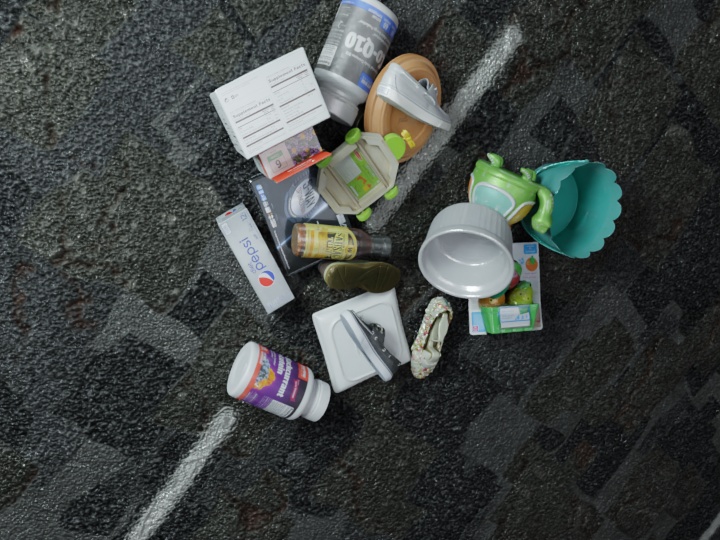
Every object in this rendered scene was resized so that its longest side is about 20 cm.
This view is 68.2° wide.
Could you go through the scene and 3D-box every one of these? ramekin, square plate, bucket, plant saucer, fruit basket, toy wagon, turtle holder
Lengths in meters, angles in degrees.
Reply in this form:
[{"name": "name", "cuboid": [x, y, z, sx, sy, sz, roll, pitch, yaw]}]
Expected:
[{"name": "ramekin", "cuboid": [0.224, -0.043, 1.107, 0.200, 0.198, 0.099, 42, 47, -24]}, {"name": "square plate", "cuboid": [0.010, 0.154, 1.174, 0.195, 0.028, 0.203, -20, 111, -14]}, {"name": "bucket", "cuboid": [0.461, -0.144, 1.191, 0.201, 0.135, 0.214, -5, 106, -18]}, {"name": "plant saucer", "cuboid": [0.089, -0.306, 1.024, 0.197, 0.032, 0.205, -26, 132, -32]}, {"name": "fruit basket", "cuboid": [0.335, 0.041, 1.221, 0.179, 0.094, 0.207, -2, 97, -10]}, {"name": "toy wagon", "cuboid": [0.014, -0.192, 0.996, 0.198, 0.040, 0.156, -37, 127, 7]}, {"name": "turtle holder", "cuboid": [0.314, -0.157, 1.126, 0.181, 0.141, 0.135, 21, 107, -6]}]

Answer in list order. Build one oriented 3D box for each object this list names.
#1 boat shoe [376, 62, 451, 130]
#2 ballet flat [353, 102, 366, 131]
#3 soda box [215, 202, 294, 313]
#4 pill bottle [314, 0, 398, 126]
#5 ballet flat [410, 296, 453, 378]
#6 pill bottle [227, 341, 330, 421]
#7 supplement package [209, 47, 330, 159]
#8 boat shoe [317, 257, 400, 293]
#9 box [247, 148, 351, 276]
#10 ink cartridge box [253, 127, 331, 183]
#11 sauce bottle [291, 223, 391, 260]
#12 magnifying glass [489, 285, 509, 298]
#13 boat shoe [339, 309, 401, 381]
[{"name": "boat shoe", "cuboid": [0.108, -0.314, 0.968, 0.197, 0.072, 0.070, 14, 106, -41]}, {"name": "ballet flat", "cuboid": [0.008, -0.250, 1.050, 0.066, 0.046, 0.206, 10, 101, -22]}, {"name": "soda box", "cuboid": [-0.203, -0.023, 1.027, 0.062, 0.068, 0.204, -29, 113, -10]}, {"name": "pill bottle", "cuboid": [-0.018, -0.379, 0.968, 0.111, 0.114, 0.205, 20, 98, -23]}, {"name": "ballet flat", "cuboid": [0.162, 0.161, 1.210, 0.074, 0.064, 0.206, 6, 103, -24]}, {"name": "pill bottle", "cuboid": [-0.163, 0.236, 1.090, 0.197, 0.111, 0.113, 29, 95, -24]}, {"name": "supplement package", "cuboid": [-0.159, -0.281, 0.898, 0.153, 0.200, 0.113, -29, 113, -9]}, {"name": "boat shoe", "cuboid": [-0.001, 0.001, 1.107, 0.197, 0.066, 0.073, 3, 118, -40]}, {"name": "box", "cuboid": [-0.111, -0.115, 1.047, 0.157, 0.043, 0.205, -24, 112, -12]}, {"name": "ink cartridge box", "cuboid": [-0.128, -0.209, 0.929, 0.107, 0.200, 0.051, -29, 113, -9]}, {"name": "sauce bottle", "cuboid": [-0.035, -0.054, 1.032, 0.194, 0.066, 0.068, 1, 105, -19]}, {"name": "magnifying glass", "cuboid": [0.311, -0.034, 1.174, 0.022, 0.079, 0.205, 26, 64, -20]}, {"name": "boat shoe", "cuboid": [0.028, 0.148, 1.129, 0.066, 0.070, 0.202, -39, 114, -13]}]
